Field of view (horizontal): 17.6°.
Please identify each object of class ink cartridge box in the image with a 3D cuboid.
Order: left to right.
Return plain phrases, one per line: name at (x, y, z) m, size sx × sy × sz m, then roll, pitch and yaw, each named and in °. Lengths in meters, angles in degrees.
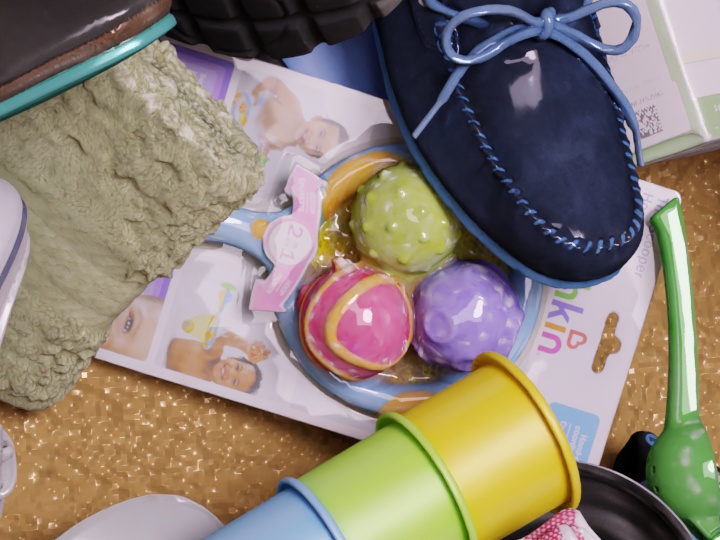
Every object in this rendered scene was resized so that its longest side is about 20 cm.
ink cartridge box at (0.114, -0.144, 0.849) m, size 0.145 × 0.048 × 0.201 m, roll -14°, pitch 87°, yaw -50°

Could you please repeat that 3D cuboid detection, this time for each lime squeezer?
lime squeezer at (0.142, 0.077, 0.791) m, size 0.071 × 0.038 × 0.200 m, roll -38°, pitch 86°, yaw -23°

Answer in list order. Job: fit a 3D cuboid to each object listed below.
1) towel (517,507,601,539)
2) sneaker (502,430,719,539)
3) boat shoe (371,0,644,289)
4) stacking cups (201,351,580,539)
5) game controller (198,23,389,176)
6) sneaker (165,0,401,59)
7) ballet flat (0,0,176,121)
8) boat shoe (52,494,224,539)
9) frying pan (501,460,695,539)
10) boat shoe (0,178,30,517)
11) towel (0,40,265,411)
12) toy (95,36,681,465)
towel at (0.044, 0.179, 0.754) m, size 0.146 × 0.200 × 0.030 m, roll 47°, pitch 30°, yaw -5°
sneaker at (0.133, 0.092, 0.835) m, size 0.199 × 0.078 × 0.090 m, roll -23°, pitch 85°, yaw -20°
boat shoe at (0.039, -0.090, 0.772) m, size 0.084 × 0.069 × 0.201 m, roll -17°, pitch 70°, yaw -31°
stacking cups at (-0.029, 0.097, 0.732) m, size 0.199 × 0.060 × 0.061 m, roll -28°, pitch 90°, yaw -16°
game controller at (0.017, -0.059, 0.835) m, size 0.104 × 0.042 × 0.200 m, roll -36°, pitch 94°, yaw -8°
sneaker at (-0.075, -0.119, 0.771) m, size 0.199 × 0.076 × 0.080 m, roll 2°, pitch 59°, yaw 16°
ballet flat at (-0.146, -0.053, 0.698) m, size 0.069 × 0.199 × 0.068 m, roll 57°, pitch 28°, yaw -6°
boat shoe at (-0.118, 0.153, 0.750) m, size 0.071 × 0.064 × 0.200 m, roll 44°, pitch 71°, yaw -8°
frying pan at (0.028, 0.130, 0.786) m, size 0.189 × 0.031 × 0.116 m, roll -14°, pitch 76°, yaw 11°
boat shoe at (-0.144, 0.064, 0.742) m, size 0.065 × 0.074 × 0.201 m, roll 23°, pitch 101°, yaw -28°
towel at (-0.138, -0.059, 0.750) m, size 0.200 × 0.148 × 0.037 m, roll 43°, pitch 31°, yaw -6°
toy at (0.000, 0.000, 0.789) m, size 0.199 × 0.047 × 0.116 m, roll 17°, pitch 94°, yaw 1°
